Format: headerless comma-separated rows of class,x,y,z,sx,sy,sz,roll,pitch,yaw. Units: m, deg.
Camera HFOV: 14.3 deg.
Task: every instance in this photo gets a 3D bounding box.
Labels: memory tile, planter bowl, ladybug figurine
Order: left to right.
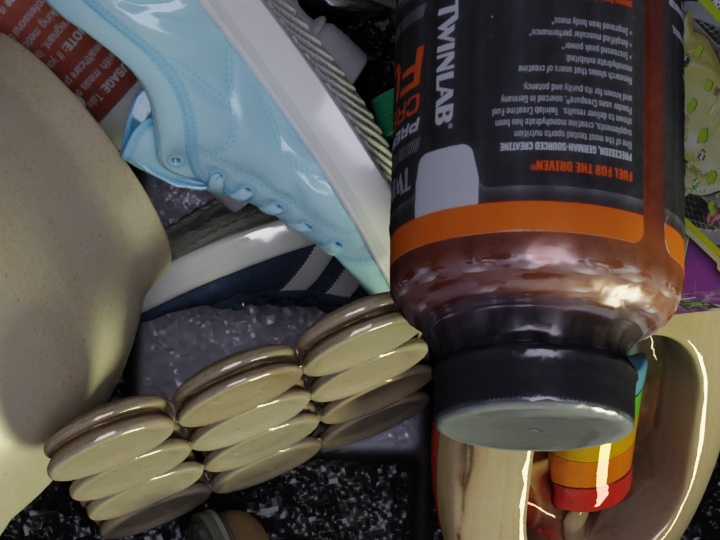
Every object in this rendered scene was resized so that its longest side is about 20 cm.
planter bowl,-0.159,-0.008,1.115,0.135,0.200,0.200,-39,96,-16
memory tile,-0.043,0.058,1.125,0.153,0.200,0.017,-23,76,-4
ladybug figurine,0.084,0.054,1.175,0.135,0.072,0.200,-10,123,-29

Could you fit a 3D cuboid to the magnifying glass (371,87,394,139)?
magnifying glass,0.089,-0.085,1.168,0.200,0.080,0.022,-19,89,-37

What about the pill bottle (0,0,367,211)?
pill bottle,-0.098,-0.120,1.150,0.200,0.112,0.112,42,87,-8

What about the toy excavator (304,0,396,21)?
toy excavator,0.087,-0.184,1.186,0.194,0.100,0.200,18,82,-9

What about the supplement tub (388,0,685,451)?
supplement tub,0.063,-0.040,1.028,0.107,0.107,0.201,4,72,-7

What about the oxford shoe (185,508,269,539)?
oxford shoe,-0.007,0.176,1.201,0.084,0.073,0.200,-33,104,-14

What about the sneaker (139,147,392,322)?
sneaker,0.000,0.000,1.190,0.200,0.075,0.085,-19,107,0

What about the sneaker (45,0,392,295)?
sneaker,-0.045,-0.053,1.083,0.082,0.074,0.200,-32,110,10

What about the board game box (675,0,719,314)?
board game box,0.130,-0.083,1.073,0.032,0.120,0.201,18,72,-41
